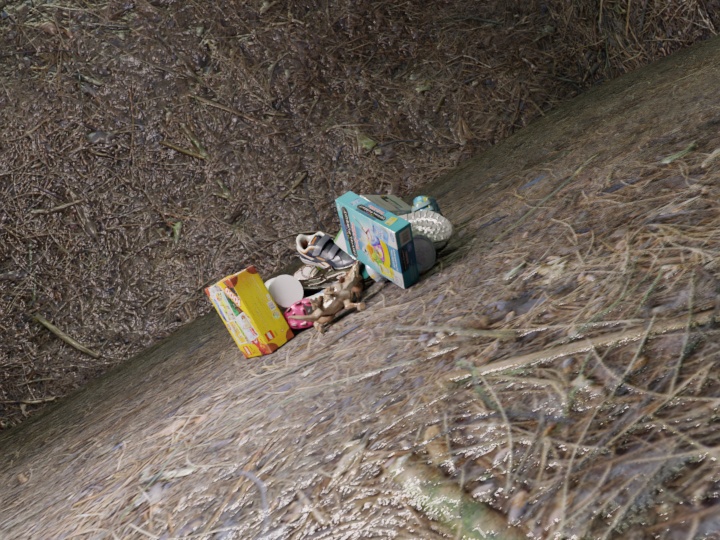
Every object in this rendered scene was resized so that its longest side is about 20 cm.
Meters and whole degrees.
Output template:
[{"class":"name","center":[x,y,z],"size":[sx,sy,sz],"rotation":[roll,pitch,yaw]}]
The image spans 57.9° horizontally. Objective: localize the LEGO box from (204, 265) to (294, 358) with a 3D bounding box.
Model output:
[{"class":"LEGO box","center":[-0.269,0.102,1.569],"size":[0.077,0.200,0.149],"rotation":[-35,9,-36]}]

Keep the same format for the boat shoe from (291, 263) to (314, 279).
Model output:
[{"class":"boat shoe","center":[-0.202,0.057,1.916],"size":[0.202,0.075,0.075],"rotation":[-30,-16,7]}]

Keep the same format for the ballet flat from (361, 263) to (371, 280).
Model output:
[{"class":"ballet flat","center":[0.000,0.000,1.766],"size":[0.069,0.070,0.200],"rotation":[-35,9,-36]}]

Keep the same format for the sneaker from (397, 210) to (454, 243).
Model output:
[{"class":"sneaker","center":[0.138,-0.094,1.542],"size":[0.199,0.077,0.080],"rotation":[5,-13,34]}]

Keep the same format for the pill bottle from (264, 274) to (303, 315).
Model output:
[{"class":"pill bottle","center":[-0.215,0.085,1.667],"size":[0.112,0.112,0.200],"rotation":[-34,-5,-31]}]

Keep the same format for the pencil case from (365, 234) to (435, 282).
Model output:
[{"class":"pencil case","center":[0.091,-0.025,1.504],"size":[0.083,0.091,0.200],"rotation":[5,-9,-28]}]

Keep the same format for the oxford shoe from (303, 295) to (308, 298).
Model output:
[{"class":"oxford shoe","center":[-0.106,0.069,1.749],"size":[0.199,0.072,0.071],"rotation":[-25,-16,18]}]

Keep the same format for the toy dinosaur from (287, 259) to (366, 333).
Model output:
[{"class":"toy dinosaur","center":[-0.062,0.070,1.465],"size":[0.200,0.086,0.136],"rotation":[-34,7,3]}]

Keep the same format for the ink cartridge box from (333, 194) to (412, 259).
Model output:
[{"class":"ink cartridge box","center":[0.040,-0.115,1.685],"size":[0.145,0.084,0.200],"rotation":[-59,-20,20]}]

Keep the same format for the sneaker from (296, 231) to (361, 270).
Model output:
[{"class":"sneaker","center":[-0.089,-0.050,1.716],"size":[0.199,0.080,0.079],"rotation":[8,49,32]}]

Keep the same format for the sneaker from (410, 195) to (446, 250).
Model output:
[{"class":"sneaker","center":[0.163,-0.117,1.643],"size":[0.079,0.131,0.200],"rotation":[-26,10,22]}]

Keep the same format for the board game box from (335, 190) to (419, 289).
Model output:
[{"class":"board game box","center":[0.035,-0.067,1.404],"size":[0.047,0.151,0.200],"rotation":[-33,42,-24]}]

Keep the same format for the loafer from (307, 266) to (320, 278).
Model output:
[{"class":"loafer","center":[-0.066,0.001,1.885],"size":[0.063,0.072,0.200],"rotation":[9,20,39]}]

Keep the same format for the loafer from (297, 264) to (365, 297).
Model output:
[{"class":"loafer","center":[-0.077,0.025,1.672],"size":[0.199,0.072,0.073],"rotation":[-7,-23,22]}]

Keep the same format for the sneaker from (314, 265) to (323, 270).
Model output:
[{"class":"sneaker","center":[-0.037,-0.044,1.835],"size":[0.081,0.074,0.200],"rotation":[6,25,41]}]

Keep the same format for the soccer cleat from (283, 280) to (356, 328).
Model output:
[{"class":"soccer cleat","center":[-0.090,0.085,1.573],"size":[0.199,0.070,0.086],"rotation":[-28,-9,5]}]
